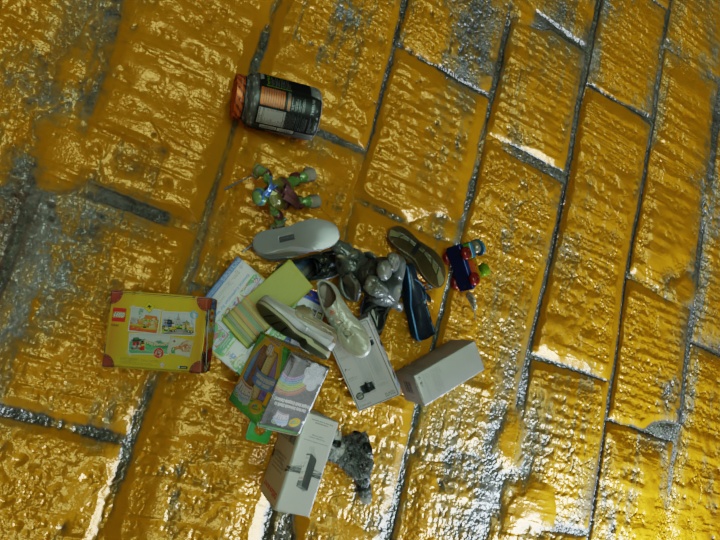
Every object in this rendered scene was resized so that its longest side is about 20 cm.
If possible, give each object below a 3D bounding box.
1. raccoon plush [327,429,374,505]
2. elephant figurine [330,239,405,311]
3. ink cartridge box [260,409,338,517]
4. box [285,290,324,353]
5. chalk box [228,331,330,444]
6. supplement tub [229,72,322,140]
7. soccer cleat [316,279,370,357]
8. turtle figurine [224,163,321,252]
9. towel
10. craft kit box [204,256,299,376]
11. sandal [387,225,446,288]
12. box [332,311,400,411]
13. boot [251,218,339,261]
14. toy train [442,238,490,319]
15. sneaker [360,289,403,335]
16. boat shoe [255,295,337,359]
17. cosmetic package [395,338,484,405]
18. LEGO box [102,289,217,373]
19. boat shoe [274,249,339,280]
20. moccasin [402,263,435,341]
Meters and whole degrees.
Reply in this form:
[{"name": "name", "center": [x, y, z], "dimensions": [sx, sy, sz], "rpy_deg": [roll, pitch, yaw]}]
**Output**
[{"name": "raccoon plush", "center": [-0.039, 0.465, 1.218], "dimensions": [0.131, 0.097, 0.205], "rpy_deg": [-6, 88, -16]}, {"name": "elephant figurine", "center": [0.000, 0.000, 1.224], "dimensions": [0.141, 0.197, 0.159], "rpy_deg": [4, 99, -58]}, {"name": "ink cartridge box", "center": [-0.136, 0.410, 1.146], "dimensions": [0.083, 0.144, 0.204], "rpy_deg": [24, 77, -20]}, {"name": "box", "center": [-0.162, 0.136, 1.219], "dimensions": [0.118, 0.041, 0.203], "rpy_deg": [27, 73, -18]}, {"name": "chalk box", "center": [-0.178, 0.255, 1.084], "dimensions": [0.124, 0.123, 0.203], "rpy_deg": [31, 83, -44]}, {"name": "supplement tub", "center": [-0.196, -0.381, 1.206], "dimensions": [0.196, 0.122, 0.126], "rpy_deg": [8, 82, -22]}, {"name": "soccer cleat", "center": [-0.045, 0.108, 1.178], "dimensions": [0.069, 0.078, 0.202], "rpy_deg": [-34, 68, 3]}, {"name": "turtle figurine", "center": [-0.198, -0.173, 1.213], "dimensions": [0.192, 0.200, 0.145], "rpy_deg": [-19, 69, -43]}, {"name": "towel", "center": [-0.202, 0.072, 1.143], "dimensions": [0.200, 0.018, 0.086], "rpy_deg": [-43, 96, -17]}, {"name": "craft kit box", "center": [-0.256, 0.109, 1.152], "dimensions": [0.196, 0.049, 0.201], "rpy_deg": [38, 75, 0]}, {"name": "sandal", "center": [0.146, -0.035, 1.366], "dimensions": [0.200, 0.054, 0.080], "rpy_deg": [42, 65, 1]}, {"name": "box", "center": [0.008, 0.216, 1.248], "dimensions": [0.115, 0.060, 0.203], "rpy_deg": [-24, 95, 8]}, {"name": "boot", "center": [-0.145, -0.066, 1.192], "dimensions": [0.195, 0.096, 0.075], "rpy_deg": [-6, 81, -3]}, {"name": "toy train", "center": [0.311, 0.018, 1.420], "dimensions": [0.114, 0.084, 0.204], "rpy_deg": [-21, 94, -37]}, {"name": "sneaker", "center": [0.059, 0.066, 1.295], "dimensions": [0.070, 0.082, 0.203], "rpy_deg": [27, 76, -29]}, {"name": "boat shoe", "center": [-0.135, 0.110, 1.124], "dimensions": [0.199, 0.074, 0.069], "rpy_deg": [41, 61, -22]}, {"name": "cosmetic package", "center": [0.202, 0.254, 1.330], "dimensions": [0.197, 0.107, 0.086], "rpy_deg": [-23, 94, -22]}, {"name": "LEGO box", "center": [-0.404, 0.124, 1.061], "dimensions": [0.195, 0.077, 0.153], "rpy_deg": [5, 83, -4]}, {"name": "boat shoe", "center": [-0.107, -0.006, 1.245], "dimensions": [0.196, 0.056, 0.070], "rpy_deg": [-15, 92, -25]}, {"name": "moccasin", "center": [0.148, 0.077, 1.345], "dimensions": [0.067, 0.080, 0.204], "rpy_deg": [-13, 104, -14]}]
